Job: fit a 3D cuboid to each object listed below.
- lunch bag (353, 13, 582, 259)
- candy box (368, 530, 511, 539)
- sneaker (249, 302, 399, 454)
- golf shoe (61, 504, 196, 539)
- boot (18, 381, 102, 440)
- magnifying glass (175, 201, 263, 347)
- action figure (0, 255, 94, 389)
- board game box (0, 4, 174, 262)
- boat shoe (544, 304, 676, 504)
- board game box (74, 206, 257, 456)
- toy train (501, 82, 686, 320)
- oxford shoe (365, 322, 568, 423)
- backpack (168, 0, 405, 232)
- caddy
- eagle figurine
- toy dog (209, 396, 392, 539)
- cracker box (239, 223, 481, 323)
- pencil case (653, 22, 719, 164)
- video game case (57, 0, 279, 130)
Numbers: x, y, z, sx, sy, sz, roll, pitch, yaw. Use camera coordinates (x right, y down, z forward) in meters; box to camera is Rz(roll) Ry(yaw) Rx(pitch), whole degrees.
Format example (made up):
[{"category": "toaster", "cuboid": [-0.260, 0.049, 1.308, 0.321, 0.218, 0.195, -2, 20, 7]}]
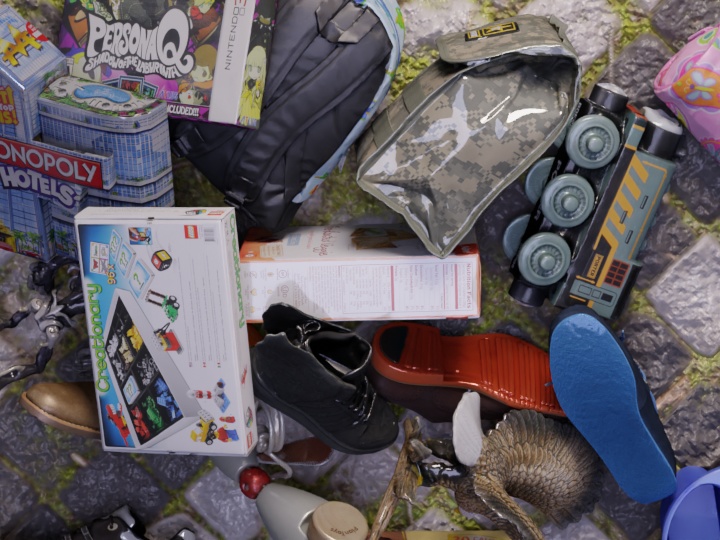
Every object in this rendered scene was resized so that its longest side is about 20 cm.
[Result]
[{"category": "lunch bag", "cuboid": [0.093, -0.128, 1.661, 0.118, 0.164, 0.200, 42, 101, -10]}, {"category": "candy box", "cuboid": [0.040, 0.284, 1.781, 0.199, 0.117, 0.057, 1, 128, 1]}, {"category": "sneaker", "cuboid": [-0.021, 0.090, 1.681, 0.199, 0.060, 0.104, 30, 145, -31]}, {"category": "golf shoe", "cuboid": [-0.238, 0.249, 1.816, 0.199, 0.078, 0.095, 12, 86, -3]}, {"category": "boot", "cuboid": [-0.200, 0.100, 1.728, 0.074, 0.199, 0.076, 37, 111, 38]}, {"category": "magnifying glass", "cuboid": [-0.160, -0.005, 1.773, 0.080, 0.022, 0.200, -41, 97, 10]}, {"category": "action figure", "cuboid": [-0.251, 0.038, 1.741, 0.199, 0.102, 0.119, -26, 84, -15]}, {"category": "board game box", "cuboid": [-0.251, -0.104, 1.656, 0.199, 0.062, 0.201, 16, 129, 24]}, {"category": "boat shoe", "cuboid": [0.208, 0.109, 1.744, 0.084, 0.069, 0.201, -16, 118, 14]}, {"category": "board game box", "cuboid": [-0.154, 0.049, 1.630, 0.125, 0.035, 0.201, 1, 109, 16]}, {"category": "toy train", "cuboid": [0.197, -0.054, 1.724, 0.113, 0.085, 0.201, 19, 102, -15]}, {"category": "oxford shoe", "cuboid": [0.097, 0.098, 1.777, 0.199, 0.071, 0.073, 15, 137, -9]}, {"category": "backpack", "cuboid": [-0.054, -0.162, 1.679, 0.163, 0.154, 0.200, 40, 124, -2]}, {"category": "caddy", "cuboid": [0.333, 0.256, 1.775, 0.140, 0.105, 0.201, -9, 103, 4]}, {"category": "eagle figurine", "cuboid": [0.121, 0.191, 1.733, 0.199, 0.151, 0.153, 23, 95, -4]}, {"category": "toy dog", "cuboid": [-0.044, 0.198, 1.758, 0.132, 0.096, 0.201, -45, 63, 44]}, {"category": "cracker box", "cuboid": [0.000, 0.000, 1.710, 0.199, 0.134, 0.058, -1, 102, 1]}, {"category": "pencil case", "cuboid": [0.336, -0.113, 1.704, 0.200, 0.087, 0.087, 43, 101, -9]}, {"category": "video game case", "cuboid": [-0.154, -0.213, 1.646, 0.199, 0.036, 0.183, 10, 91, 33]}]
